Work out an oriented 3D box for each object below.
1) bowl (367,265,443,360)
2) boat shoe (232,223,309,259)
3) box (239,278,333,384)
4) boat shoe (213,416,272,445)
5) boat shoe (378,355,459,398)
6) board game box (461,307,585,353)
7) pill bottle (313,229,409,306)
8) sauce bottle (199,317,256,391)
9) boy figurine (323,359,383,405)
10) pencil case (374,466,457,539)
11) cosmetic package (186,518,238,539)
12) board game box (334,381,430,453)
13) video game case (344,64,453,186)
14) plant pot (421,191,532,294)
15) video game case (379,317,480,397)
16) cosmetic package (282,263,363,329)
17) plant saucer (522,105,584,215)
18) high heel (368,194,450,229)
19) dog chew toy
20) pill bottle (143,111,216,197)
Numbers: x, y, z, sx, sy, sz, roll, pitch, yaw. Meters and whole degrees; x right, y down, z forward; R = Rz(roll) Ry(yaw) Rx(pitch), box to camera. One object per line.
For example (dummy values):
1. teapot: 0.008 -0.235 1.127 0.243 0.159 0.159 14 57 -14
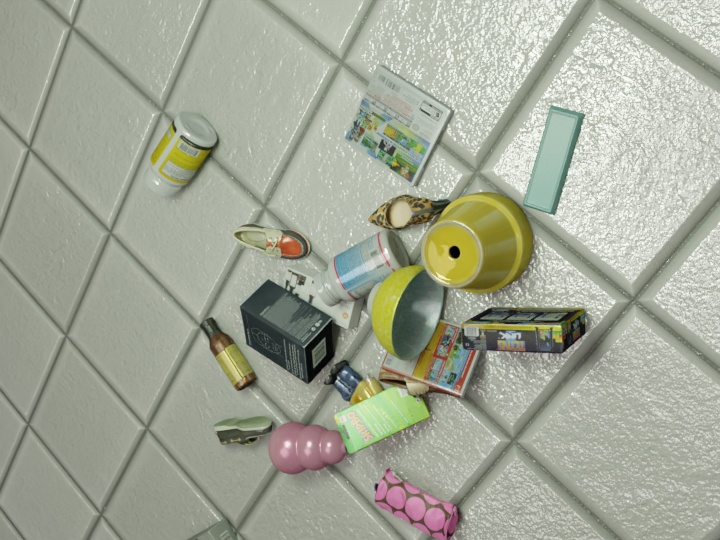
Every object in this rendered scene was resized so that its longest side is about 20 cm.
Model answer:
1. bowl: 0.078 0.075 1.598 0.107 0.199 0.203 19 109 32
2. boat shoe: -0.214 -0.069 1.841 0.198 0.062 0.072 17 106 26
3. box: -0.170 0.142 1.796 0.199 0.107 0.149 29 144 23
4. boat shoe: -0.297 0.417 1.984 0.200 0.071 0.061 -10 98 39
5. boat shoe: 0.128 0.244 1.672 0.198 0.076 0.072 15 66 29
6. board game box: 0.317 0.113 1.491 0.198 0.165 0.057 -1 97 32
7. pill bottle: 0.000 0.000 1.676 0.199 0.109 0.110 -27 85 20
8. sauce bottle: -0.343 0.211 1.974 0.066 0.066 0.201 -40 76 30
9. boy figurine: 0.005 0.303 1.780 0.200 0.064 0.125 43 115 20
10. pencil case: 0.128 0.528 1.738 0.198 0.091 0.095 22 96 24
11. cosmetic package: -0.429 0.778 2.123 0.199 0.090 0.107 -37 83 28
12. board game box: 0.047 0.324 1.712 0.198 0.030 0.096 -25 71 -1
13. video game case: 0.078 -0.309 1.641 0.199 0.022 0.184 36 116 20
14. plant pot: 0.216 -0.046 1.510 0.199 0.188 0.204 6 102 29
15. video game case: 0.153 0.173 1.645 0.198 0.017 0.144 16 72 28
16. cosmetic package: -0.091 0.059 1.798 0.198 0.050 0.083 23 111 26
17. plant saucer: 0.369 -0.211 1.485 0.069 0.019 0.202 22 109 26
18. high heel: 0.075 -0.119 1.607 0.198 0.142 0.072 -9 95 32
19. dog chew toy: -0.121 0.427 1.852 0.198 0.124 0.126 -6 96 24
20. pill bottle: -0.453 -0.285 1.914 0.115 0.114 0.200 50 120 13
